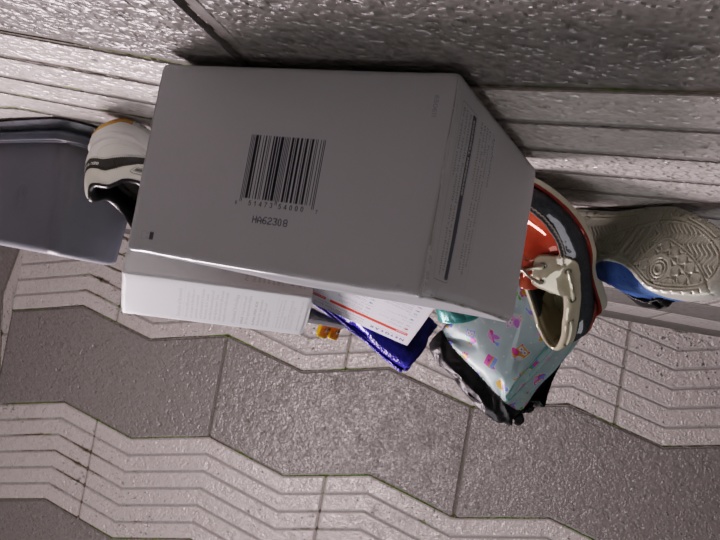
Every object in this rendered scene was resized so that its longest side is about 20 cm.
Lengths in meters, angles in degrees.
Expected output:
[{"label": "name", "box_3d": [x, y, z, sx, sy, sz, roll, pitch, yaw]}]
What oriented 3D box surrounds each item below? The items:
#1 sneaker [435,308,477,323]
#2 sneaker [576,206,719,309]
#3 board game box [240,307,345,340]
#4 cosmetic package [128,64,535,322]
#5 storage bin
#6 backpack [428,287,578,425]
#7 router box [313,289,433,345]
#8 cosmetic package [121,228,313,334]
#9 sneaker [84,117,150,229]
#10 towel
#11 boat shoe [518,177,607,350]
[{"label": "sneaker", "box_3d": [0.072, -0.014, 0.689, 0.198, 0.122, 0.083, 4, 180, -31]}, {"label": "sneaker", "box_3d": [0.274, -0.006, 0.685, 0.110, 0.077, 0.200, 19, 178, -27]}, {"label": "board game box", "box_3d": [-0.149, 0.036, 0.993, 0.199, 0.026, 0.199, 24, -175, 35]}, {"label": "cosmetic package", "box_3d": [-0.005, -0.046, 0.516, 0.198, 0.124, 0.200, 9, 175, 24]}, {"label": "storage bin", "box_3d": [-0.328, -0.082, 0.858, 0.199, 0.136, 0.145, 9, 177, 40]}, {"label": "backpack", "box_3d": [0.198, 0.077, 0.964, 0.167, 0.200, 0.126, 46, -166, 20]}, {"label": "router box", "box_3d": [0.000, 0.000, 0.944, 0.199, 0.049, 0.180, 25, 149, -2]}, {"label": "cosmetic package", "box_3d": [-0.152, 0.001, 0.837, 0.198, 0.102, 0.074, 8, 136, -9]}, {"label": "sneaker", "box_3d": [-0.176, -0.052, 0.729, 0.075, 0.088, 0.199, -31, 131, 34]}, {"label": "towel", "box_3d": [0.009, 0.054, 1.089, 0.200, 0.050, 0.148, 40, -156, 5]}, {"label": "boat shoe", "box_3d": [0.164, -0.002, 0.668, 0.071, 0.063, 0.200, 39, 169, 44]}]
